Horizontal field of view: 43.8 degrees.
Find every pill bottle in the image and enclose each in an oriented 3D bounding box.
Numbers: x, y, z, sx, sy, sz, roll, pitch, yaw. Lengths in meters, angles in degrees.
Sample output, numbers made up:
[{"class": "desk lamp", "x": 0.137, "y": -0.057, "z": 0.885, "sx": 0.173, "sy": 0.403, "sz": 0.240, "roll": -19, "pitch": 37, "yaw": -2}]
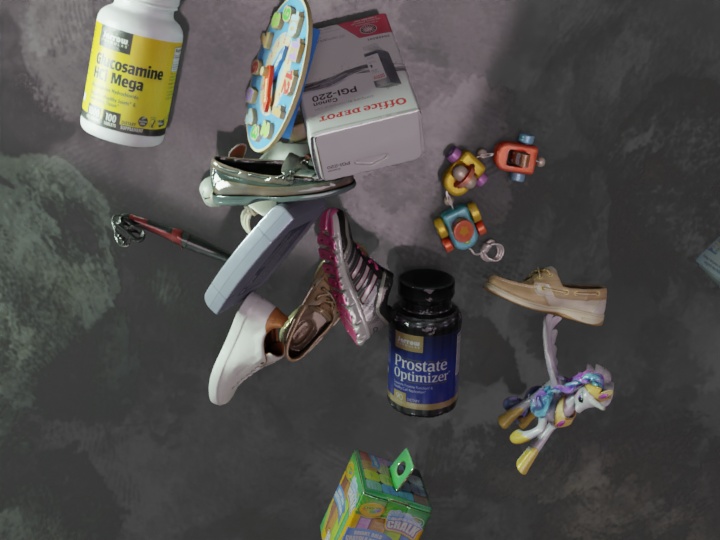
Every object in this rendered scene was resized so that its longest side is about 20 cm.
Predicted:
[{"class": "pill bottle", "x": 0.096, "y": 0.107, "z": 1.343, "sx": 0.110, "sy": 0.112, "sz": 0.204, "roll": -2, "pitch": 110, "yaw": -6}, {"class": "pill bottle", "x": -0.293, "y": -0.272, "z": 1.163, "sx": 0.110, "sy": 0.113, "sz": 0.203, "roll": 12, "pitch": 107, "yaw": -11}]

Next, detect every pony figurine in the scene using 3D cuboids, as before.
[{"class": "pony figurine", "x": 0.304, "y": 0.190, "z": 1.375, "sx": 0.166, "sy": 0.194, "sz": 0.200, "roll": 38, "pitch": 120, "yaw": -14}]

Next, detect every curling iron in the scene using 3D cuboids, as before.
[{"class": "curling iron", "x": -0.263, "y": -0.037, "z": 1.292, "sx": 0.197, "sy": 0.026, "sz": 0.050, "roll": 17, "pitch": 70, "yaw": -16}]

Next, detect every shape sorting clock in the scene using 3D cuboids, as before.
[{"class": "shape sorting clock", "x": -0.109, "y": -0.251, "z": 1.147, "sx": 0.039, "sy": 0.200, "sz": 0.203, "roll": 11, "pitch": 109, "yaw": -30}]

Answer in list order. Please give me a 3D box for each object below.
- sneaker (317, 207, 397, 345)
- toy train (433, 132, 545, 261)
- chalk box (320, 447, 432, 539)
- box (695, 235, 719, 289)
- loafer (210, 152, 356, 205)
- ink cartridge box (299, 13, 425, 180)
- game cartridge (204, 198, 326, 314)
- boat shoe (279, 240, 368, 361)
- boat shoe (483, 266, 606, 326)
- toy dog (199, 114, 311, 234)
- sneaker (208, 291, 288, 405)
[{"class": "sneaker", "x": 0.000, "y": 0.000, "z": 1.274, "sx": 0.086, "sy": 0.074, "sz": 0.203, "roll": -21, "pitch": 105, "yaw": -17}, {"class": "toy train", "x": 0.188, "y": -0.106, "z": 1.310, "sx": 0.148, "sy": 0.056, "sz": 0.203, "roll": 12, "pitch": 107, "yaw": -10}, {"class": "chalk box", "x": 0.030, "y": 0.377, "z": 1.425, "sx": 0.122, "sy": 0.125, "sz": 0.203, "roll": 19, "pitch": 105, "yaw": -13}, {"class": "box", "x": 0.659, "y": -0.010, "z": 1.374, "sx": 0.184, "sy": 0.105, "sz": 0.200, "roll": 42, "pitch": 101, "yaw": -18}, {"class": "loafer", "x": -0.106, "y": -0.125, "z": 1.170, "sx": 0.196, "sy": 0.072, "sz": 0.064, "roll": -5, "pitch": 111, "yaw": 12}, {"class": "ink cartridge box", "x": -0.009, "y": -0.227, "z": 1.161, "sx": 0.143, "sy": 0.202, "sz": 0.085, "roll": -14, "pitch": 144, "yaw": -2}, {"class": "game cartridge", "x": -0.133, "y": -0.026, "z": 1.234, "sx": 0.041, "sy": 0.133, "sz": 0.200, "roll": 43, "pitch": 119, "yaw": 3}, {"class": "boat shoe", "x": -0.050, "y": 0.049, "z": 1.330, "sx": 0.071, "sy": 0.065, "sz": 0.202, "roll": 29, "pitch": 103, "yaw": -16}, {"class": "boat shoe", "x": 0.284, "y": 0.028, "z": 1.366, "sx": 0.197, "sy": 0.074, "sz": 0.070, "roll": 15, "pitch": 95, "yaw": -13}, {"class": "toy dog", "x": -0.123, "y": -0.132, "z": 1.241, "sx": 0.200, "sy": 0.097, "sz": 0.132, "roll": -43, "pitch": 108, "yaw": 9}, {"class": "sneaker", "x": -0.163, "y": 0.134, "z": 1.319, "sx": 0.084, "sy": 0.073, "sz": 0.202, "roll": 29, "pitch": 121, "yaw": 6}]
